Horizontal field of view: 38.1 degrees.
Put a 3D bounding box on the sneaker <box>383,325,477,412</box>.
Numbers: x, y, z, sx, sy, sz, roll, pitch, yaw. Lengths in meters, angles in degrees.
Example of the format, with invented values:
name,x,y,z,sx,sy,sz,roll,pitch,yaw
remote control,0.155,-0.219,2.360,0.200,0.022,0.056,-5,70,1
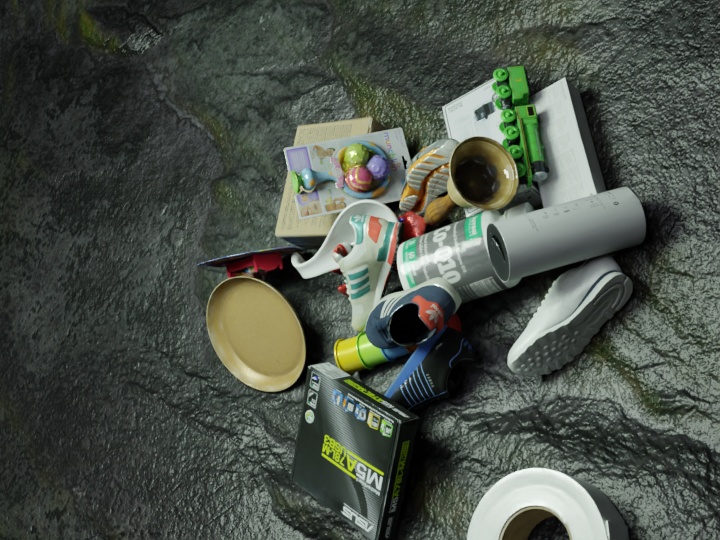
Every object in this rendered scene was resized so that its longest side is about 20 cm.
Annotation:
name,x,y,z,sx,sy,sz,roll,pitch,yaw
sneaker,0.089,0.167,1.497,0.078,0.070,0.201,36,117,7

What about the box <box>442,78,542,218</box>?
name,x,y,z,sx,sy,sz,roll,pitch,yaw
box,0.199,-0.175,1.548,0.116,0.060,0.202,-27,58,28

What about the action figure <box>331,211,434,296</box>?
name,x,y,z,sx,sy,sz,roll,pitch,yaw
action figure,0.045,-0.035,1.624,0.199,0.051,0.066,-35,59,24

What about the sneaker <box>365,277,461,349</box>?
name,x,y,z,sx,sy,sz,roll,pitch,yaw
sneaker,0.053,0.076,1.443,0.085,0.075,0.200,-48,6,-37

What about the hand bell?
name,x,y,z,sx,sy,sz,roll,pitch,yaw
hand bell,0.136,-0.105,1.486,0.200,0.103,0.106,141,138,-66

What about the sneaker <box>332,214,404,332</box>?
name,x,y,z,sx,sy,sz,roll,pitch,yaw
sneaker,0.000,0.000,1.568,0.071,0.092,0.201,-69,-3,-54

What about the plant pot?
name,x,y,z,sx,sy,sz,roll,pitch,yaw
plant pot,-0.165,0.100,1.690,0.198,0.027,0.203,14,117,28

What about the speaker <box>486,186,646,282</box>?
name,x,y,z,sx,sy,sz,roll,pitch,yaw
speaker,0.266,-0.048,1.361,0.198,0.082,0.082,-16,56,-11

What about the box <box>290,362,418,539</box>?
name,x,y,z,sx,sy,sz,roll,pitch,yaw
box,-0.014,0.260,1.512,0.199,0.047,0.196,27,112,41

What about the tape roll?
name,x,y,z,sx,sy,sz,roll,pitch,yaw
tape roll,0.234,0.353,1.307,0.201,0.071,0.205,-16,63,34

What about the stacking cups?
name,x,y,z,sx,sy,sz,roll,pitch,yaw
stacking cups,0.056,0.101,1.559,0.198,0.060,0.061,-22,60,27

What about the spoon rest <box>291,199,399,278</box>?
name,x,y,z,sx,sy,sz,roll,pitch,yaw
spoon rest,-0.026,-0.039,1.598,0.199,0.100,0.061,-29,22,29

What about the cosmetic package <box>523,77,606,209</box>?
name,x,y,z,sx,sy,sz,roll,pitch,yaw
cosmetic package,0.289,-0.166,1.478,0.082,0.050,0.202,-26,58,32

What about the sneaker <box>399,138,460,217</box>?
name,x,y,z,sx,sy,sz,roll,pitch,yaw
sneaker,0.104,-0.152,1.554,0.200,0.077,0.078,129,155,-65

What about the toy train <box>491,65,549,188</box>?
name,x,y,z,sx,sy,sz,roll,pitch,yaw
toy train,0.226,-0.205,1.478,0.056,0.042,0.202,-6,64,0

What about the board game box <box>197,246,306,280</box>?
name,x,y,z,sx,sy,sz,roll,pitch,yaw
board game box,-0.171,-0.003,1.700,0.156,0.200,0.039,-10,87,8

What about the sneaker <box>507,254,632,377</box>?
name,x,y,z,sx,sy,sz,roll,pitch,yaw
sneaker,0.271,0.060,1.399,0.200,0.076,0.081,-43,43,9

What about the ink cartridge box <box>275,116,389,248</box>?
name,x,y,z,sx,sy,sz,roll,pitch,yaw
ink cartridge box,-0.043,-0.141,1.718,0.163,0.075,0.203,1,73,37

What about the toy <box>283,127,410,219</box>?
name,x,y,z,sx,sy,sz,roll,pitch,yaw
toy,-0.010,-0.156,1.615,0.197,0.047,0.117,-12,83,-13

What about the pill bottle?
name,x,y,z,sx,sy,sz,roll,pitch,yaw
pill bottle,0.161,-0.018,1.475,0.198,0.113,0.114,-21,61,22
